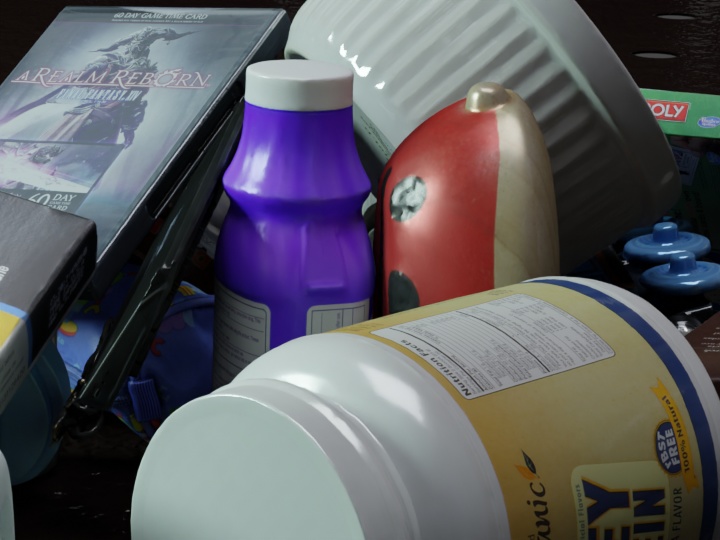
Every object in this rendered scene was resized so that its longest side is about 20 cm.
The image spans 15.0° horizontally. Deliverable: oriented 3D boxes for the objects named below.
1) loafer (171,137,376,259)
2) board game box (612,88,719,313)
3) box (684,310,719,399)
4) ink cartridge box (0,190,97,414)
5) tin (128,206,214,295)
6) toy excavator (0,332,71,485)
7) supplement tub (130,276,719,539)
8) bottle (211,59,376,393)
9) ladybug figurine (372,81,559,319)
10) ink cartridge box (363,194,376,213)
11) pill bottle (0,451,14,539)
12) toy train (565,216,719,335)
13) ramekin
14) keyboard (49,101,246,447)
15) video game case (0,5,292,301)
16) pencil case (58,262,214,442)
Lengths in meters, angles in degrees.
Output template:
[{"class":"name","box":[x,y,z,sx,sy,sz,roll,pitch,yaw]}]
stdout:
[{"class":"loafer","box":[0.000,0.000,1.352,0.200,0.070,0.070,35,14,-17]},{"class":"board game box","box":[0.150,-0.037,1.512,0.134,0.029,0.200,7,-27,19]},{"class":"box","box":[0.181,0.069,1.177,0.075,0.101,0.200,0,12,26]},{"class":"ink cartridge box","box":[-0.239,0.021,1.151,0.199,0.047,0.198,18,44,10]},{"class":"tin","box":[-0.128,-0.012,1.444,0.112,0.042,0.200,33,-12,-19]},{"class":"toy excavator","box":[-0.229,0.069,1.184,0.193,0.100,0.200,7,28,1]},{"class":"supplement tub","box":[0.028,0.086,1.010,0.144,0.145,0.199,14,19,41]},{"class":"bottle","box":[-0.029,0.011,1.193,0.065,0.201,0.084,-3,14,-21]},{"class":"ladybug figurine","box":[0.043,0.015,1.186,0.072,0.201,0.136,-2,18,-7]},{"class":"ink cartridge box","box":[0.007,-0.048,1.621,0.068,0.116,0.200,-3,14,-18]},{"class":"pill bottle","box":[-0.223,0.110,0.955,0.199,0.113,0.112,1,14,-1]},{"class":"toy train","box":[0.127,0.021,1.422,0.114,0.087,0.200,-5,14,-2]},{"class":"ramekin","box":[0.051,-0.078,1.324,0.105,0.200,0.200,-38,23,-7]},{"class":"keyboard","box":[-0.090,0.008,1.206,0.021,0.127,0.200,32,26,-6]},{"class":"video game case","box":[-0.137,-0.062,1.342,0.142,0.019,0.200,4,45,33]},{"class":"pencil case","box":[-0.137,0.031,1.358,0.087,0.078,0.200,-32,31,-31]}]
